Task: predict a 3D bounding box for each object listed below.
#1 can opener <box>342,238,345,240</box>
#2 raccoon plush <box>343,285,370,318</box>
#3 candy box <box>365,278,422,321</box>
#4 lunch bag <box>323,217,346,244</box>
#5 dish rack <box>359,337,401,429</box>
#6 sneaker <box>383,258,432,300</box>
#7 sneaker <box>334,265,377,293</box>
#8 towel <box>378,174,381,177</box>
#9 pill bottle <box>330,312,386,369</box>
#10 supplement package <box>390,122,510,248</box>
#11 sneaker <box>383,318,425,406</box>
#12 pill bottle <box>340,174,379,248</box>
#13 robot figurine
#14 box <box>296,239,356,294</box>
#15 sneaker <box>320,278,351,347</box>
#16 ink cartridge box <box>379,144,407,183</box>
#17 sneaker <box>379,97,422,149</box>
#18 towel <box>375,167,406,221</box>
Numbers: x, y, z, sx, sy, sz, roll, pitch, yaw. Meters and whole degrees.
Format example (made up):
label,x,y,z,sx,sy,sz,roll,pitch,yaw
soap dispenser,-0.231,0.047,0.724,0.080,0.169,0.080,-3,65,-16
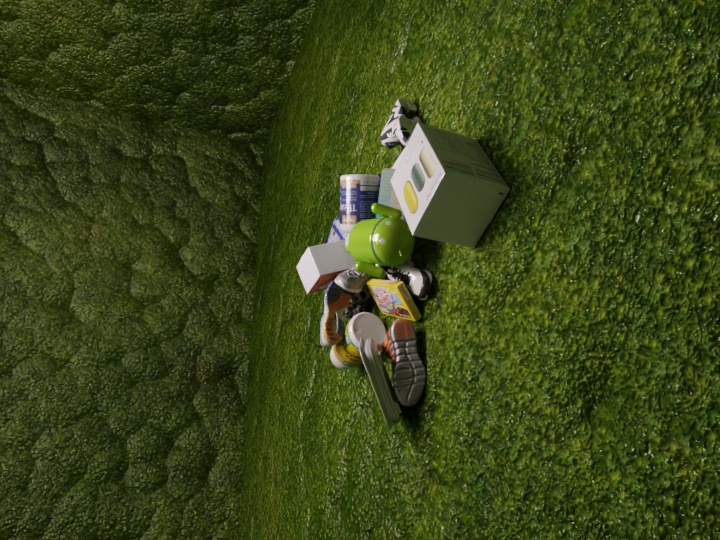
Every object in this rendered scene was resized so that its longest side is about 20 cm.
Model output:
label,x,y,z,sx,sy,sz,roll,pitch,yaw
can opener,-0.051,-0.090,1.644,0.200,0.053,0.067,-38,76,20
raccoon plush,-0.024,0.053,1.567,0.200,0.096,0.135,-122,43,-60
candy box,0.080,0.072,1.319,0.103,0.026,0.200,63,162,-11
lunch bag,-0.062,-0.093,1.771,0.200,0.075,0.161,-125,50,-60
dish rack,0.052,0.256,1.229,0.172,0.043,0.201,-68,-42,-86
sneaker,0.110,0.018,1.272,0.200,0.080,0.074,-142,65,-65
sneaker,0.000,0.000,1.427,0.074,0.200,0.082,31,118,20
towel,0.065,-0.199,1.515,0.200,0.049,0.149,-137,60,-65
pill bottle,-0.014,0.207,1.466,0.200,0.112,0.113,130,144,-52
supplement package,0.176,-0.177,1.075,0.201,0.150,0.152,-105,32,-47
sneaker,0.101,0.221,1.235,0.112,0.077,0.201,118,152,-70
pill bottle,-0.002,-0.162,1.442,0.111,0.110,0.202,-163,72,-69
robot figurine,0.049,-0.069,1.259,0.199,0.115,0.177,1,70,54
box,-0.072,-0.018,1.562,0.098,0.199,0.124,65,148,18
sneaker,-0.081,0.118,1.454,0.088,0.075,0.201,132,154,-56
ink cartridge box,0.119,-0.195,1.349,0.176,0.044,0.201,131,136,-52
sneaker,0.108,-0.371,1.435,0.130,0.079,0.200,117,153,-42
towel,0.100,-0.179,1.316,0.200,0.022,0.148,27,111,60
